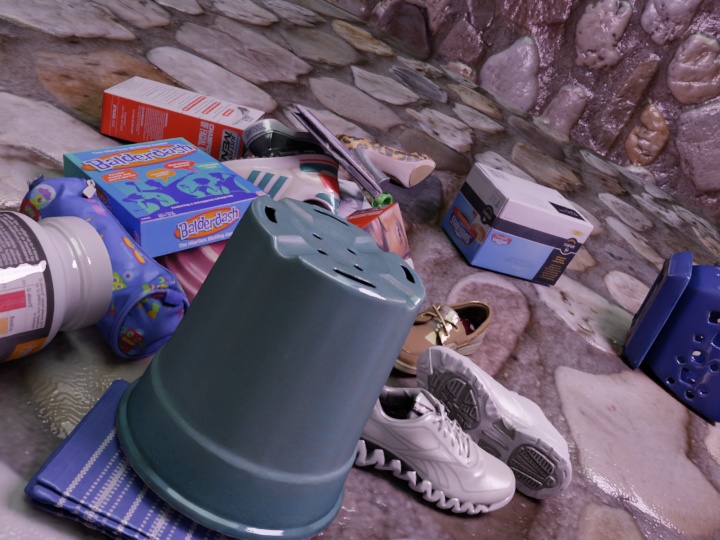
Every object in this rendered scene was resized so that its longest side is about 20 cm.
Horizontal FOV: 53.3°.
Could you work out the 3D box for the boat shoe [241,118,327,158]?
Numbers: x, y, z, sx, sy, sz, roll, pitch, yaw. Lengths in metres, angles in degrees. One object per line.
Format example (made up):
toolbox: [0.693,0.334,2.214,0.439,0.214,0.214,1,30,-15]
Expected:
boat shoe: [-0.093,-0.156,1.007,0.068,0.071,0.200,66,16,9]

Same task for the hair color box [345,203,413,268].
hair color box: [0.000,0.000,0.834,0.063,0.112,0.200,-9,14,22]

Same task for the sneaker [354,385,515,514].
sneaker: [0.065,0.161,0.672,0.199,0.081,0.075,26,24,-9]

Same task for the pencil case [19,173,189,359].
pencil case: [-0.241,-0.010,0.671,0.200,0.087,0.078,43,9,25]

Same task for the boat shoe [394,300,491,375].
boat shoe: [0.095,0.072,0.876,0.074,0.067,0.199,41,28,24]

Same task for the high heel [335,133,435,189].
high heel: [0.049,-0.221,1.349,0.199,0.072,0.143,-20,59,-46]

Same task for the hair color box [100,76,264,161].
hair color box: [-0.246,-0.208,1.009,0.198,0.064,0.111,15,26,1]

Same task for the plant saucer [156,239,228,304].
plant saucer: [-0.128,-0.009,0.819,0.199,0.051,0.201,23,26,-12]

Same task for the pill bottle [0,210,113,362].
pill bottle: [-0.294,0.017,0.531,0.116,0.117,0.199,40,28,22]

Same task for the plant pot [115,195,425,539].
plant pot: [-0.059,0.062,0.559,0.199,0.197,0.200,26,17,-9]

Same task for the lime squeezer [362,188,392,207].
lime squeezer: [0.027,-0.122,1.157,0.071,0.038,0.200,59,4,-13]

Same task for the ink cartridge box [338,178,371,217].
ink cartridge box: [-0.079,-0.113,1.068,0.198,0.041,0.200,9,32,-35]

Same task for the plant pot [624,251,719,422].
plant pot: [0.543,0.090,1.155,0.179,0.201,0.200,28,25,16]

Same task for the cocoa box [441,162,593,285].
cocoa box: [0.268,-0.077,1.242,0.198,0.132,0.134,13,29,-29]

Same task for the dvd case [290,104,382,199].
dvd case: [-0.028,-0.161,0.965,0.149,0.016,0.200,45,8,-8]

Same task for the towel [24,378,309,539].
towel: [-0.129,0.165,0.544,0.199,0.024,0.145,28,23,-5]

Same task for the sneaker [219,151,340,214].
sneaker: [-0.120,-0.088,0.904,0.198,0.070,0.094,-8,68,-3]

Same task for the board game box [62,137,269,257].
board game box: [-0.218,-0.088,0.797,0.151,0.045,0.199,-18,37,-38]

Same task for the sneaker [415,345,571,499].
sneaker: [0.143,0.156,0.782,0.200,0.078,0.099,44,22,10]
